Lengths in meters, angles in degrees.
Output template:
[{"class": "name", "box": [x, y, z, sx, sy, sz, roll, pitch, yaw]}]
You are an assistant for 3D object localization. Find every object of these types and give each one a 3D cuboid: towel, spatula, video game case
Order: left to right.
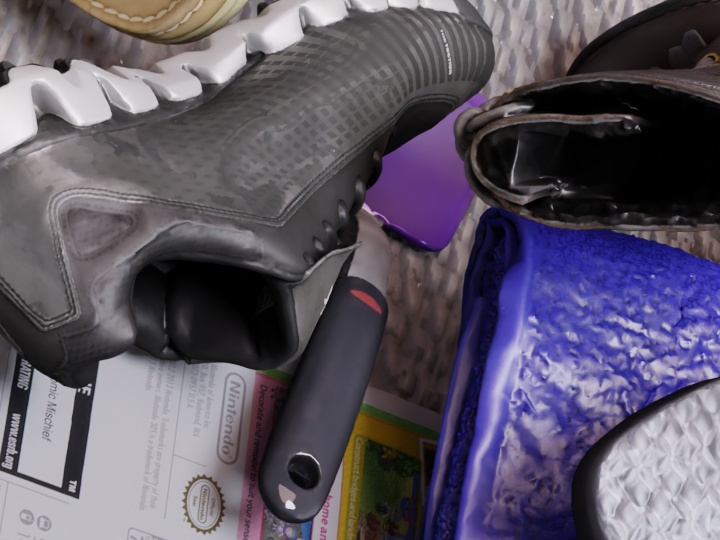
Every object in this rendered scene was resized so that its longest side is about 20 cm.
[{"class": "video game case", "box": [-0.030, 0.110, 0.716, 0.182, 0.022, 0.201, 22, 54, -25]}, {"class": "spatula", "box": [0.000, 0.000, 0.782, 0.056, 0.021, 0.200, 36, 35, -13]}, {"class": "towel", "box": [0.113, 0.073, 0.747, 0.199, 0.050, 0.148, 16, 73, -14]}]

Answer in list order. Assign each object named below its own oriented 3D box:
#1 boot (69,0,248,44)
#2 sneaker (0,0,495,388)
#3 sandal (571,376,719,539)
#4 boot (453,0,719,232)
[{"class": "boot", "box": [-0.118, -0.134, 0.708, 0.200, 0.073, 0.155, 54, 21, 5]}, {"class": "sneaker", "box": [-0.028, -0.018, 0.737, 0.200, 0.066, 0.091, -19, 73, -44]}, {"class": "sandal", "box": [0.135, 0.061, 0.719, 0.199, 0.043, 0.076, -4, 79, -32]}, {"class": "boot", "box": [0.087, -0.041, 0.761, 0.174, 0.200, 0.070, -9, 98, -45]}]
